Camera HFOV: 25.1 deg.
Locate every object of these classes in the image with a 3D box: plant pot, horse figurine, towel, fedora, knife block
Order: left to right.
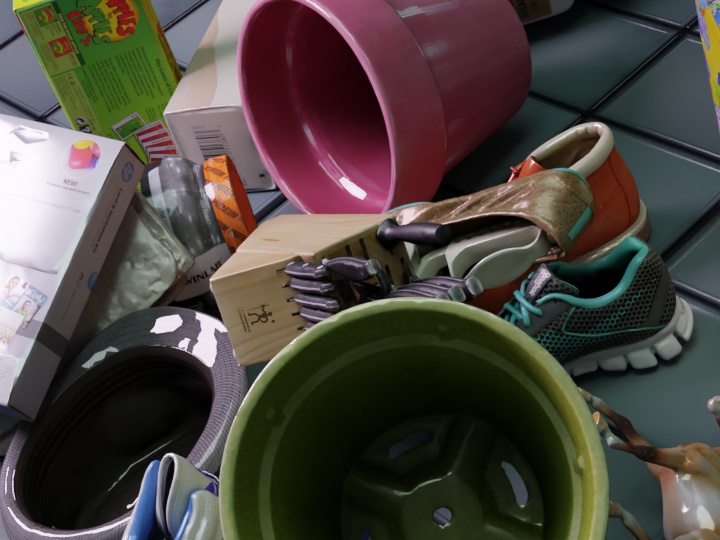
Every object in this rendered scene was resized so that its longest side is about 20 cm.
[{"bbox_3d":[-0.227,0.015,1.173,0.200,0.034,0.133,-39,75,-2],"label":"towel"},{"bbox_3d":[-0.147,0.130,1.094,0.176,0.090,0.201,7,53,33],"label":"fedora"},{"bbox_3d":[0.000,0.000,1.057,0.175,0.064,0.200,-14,13,15],"label":"knife block"},{"bbox_3d":[0.029,-0.149,1.278,0.179,0.201,0.200,-27,36,-33],"label":"plant pot"},{"bbox_3d":[0.037,0.132,0.905,0.199,0.184,0.202,-2,77,7],"label":"plant pot"},{"bbox_3d":[0.184,0.142,0.932,0.050,0.132,0.201,-51,22,36],"label":"horse figurine"}]

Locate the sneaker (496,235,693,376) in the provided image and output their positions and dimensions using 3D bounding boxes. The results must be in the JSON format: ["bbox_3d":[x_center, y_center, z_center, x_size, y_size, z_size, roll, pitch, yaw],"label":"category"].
[{"bbox_3d":[0.120,0.034,1.085,0.199,0.092,0.078,-22,37,-1],"label":"sneaker"}]

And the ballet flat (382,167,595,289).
[{"bbox_3d":[0.065,-0.011,1.081,0.199,0.068,0.073,-14,39,33],"label":"ballet flat"}]

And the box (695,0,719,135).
[{"bbox_3d":[0.306,-0.077,1.042,0.121,0.201,0.193,-16,40,6],"label":"box"}]

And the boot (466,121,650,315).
[{"bbox_3d":[0.109,-0.027,1.151,0.199,0.108,0.075,-33,43,-11],"label":"boot"}]

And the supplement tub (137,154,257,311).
[{"bbox_3d":[-0.180,-0.012,1.252,0.199,0.123,0.123,-19,38,3],"label":"supplement tub"}]

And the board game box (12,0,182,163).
[{"bbox_3d":[-0.209,-0.166,1.382,0.101,0.201,0.048,-19,38,3],"label":"board game box"}]

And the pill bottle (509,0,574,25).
[{"bbox_3d":[0.132,-0.271,1.418,0.199,0.115,0.115,-17,39,5],"label":"pill bottle"}]

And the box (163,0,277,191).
[{"bbox_3d":[-0.093,-0.166,1.416,0.077,0.095,0.201,-3,40,22],"label":"box"}]

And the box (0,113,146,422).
[{"bbox_3d":[-0.259,-0.010,1.137,0.155,0.041,0.201,13,73,24],"label":"box"}]

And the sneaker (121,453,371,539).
[{"bbox_3d":[-0.066,0.148,0.991,0.080,0.147,0.200,20,54,39],"label":"sneaker"}]

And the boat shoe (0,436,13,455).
[{"bbox_3d":[-0.335,0.099,1.234,0.199,0.069,0.074,-6,41,19],"label":"boat shoe"}]
